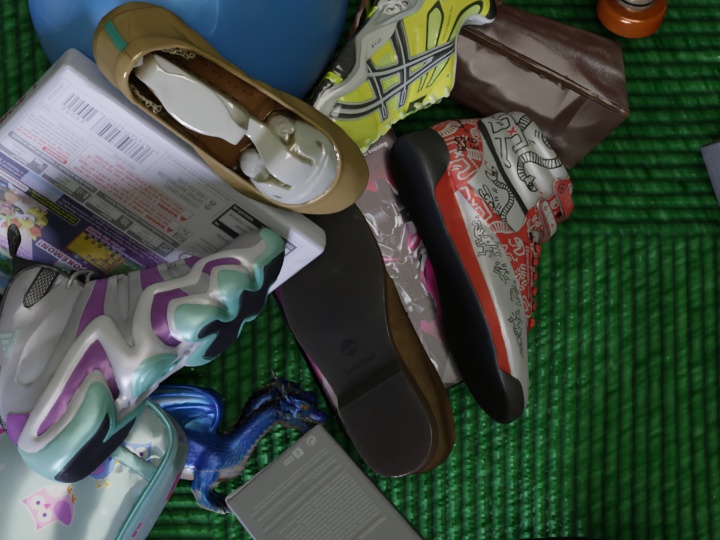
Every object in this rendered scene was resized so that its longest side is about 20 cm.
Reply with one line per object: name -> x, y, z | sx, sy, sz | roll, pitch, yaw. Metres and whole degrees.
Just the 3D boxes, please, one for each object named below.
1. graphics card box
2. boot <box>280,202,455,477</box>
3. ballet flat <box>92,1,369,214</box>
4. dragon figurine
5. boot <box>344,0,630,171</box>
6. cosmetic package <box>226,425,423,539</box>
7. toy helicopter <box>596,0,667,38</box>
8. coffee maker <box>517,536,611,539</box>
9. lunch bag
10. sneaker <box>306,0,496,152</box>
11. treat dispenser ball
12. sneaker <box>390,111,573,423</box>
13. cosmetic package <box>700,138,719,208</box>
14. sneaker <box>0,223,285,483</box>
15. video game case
graphics card box -> 0.000, 0.000, 0.934 | 0.125, 0.051, 0.200 | -26, 93, -5
boot -> 0.006, 0.040, 0.883 | 0.074, 0.075, 0.200 | -27, 74, 21
ballet flat -> -0.067, -0.077, 0.770 | 0.200, 0.063, 0.069 | 30, 105, -33
dragon figurine -> -0.124, 0.105, 0.917 | 0.200, 0.059, 0.100 | 10, 88, 0
boot -> 0.110, -0.187, 0.938 | 0.200, 0.064, 0.187 | 23, 99, -2
cosmetic package -> 0.015, 0.203, 0.846 | 0.090, 0.107, 0.200 | -38, 49, -5
toy helicopter -> 0.218, -0.258, 0.945 | 0.200, 0.079, 0.132 | -29, 63, -21
coffee maker -> 0.138, 0.281, 0.892 | 0.135, 0.192, 0.200 | 33, 62, -44
lunch bag -> -0.218, 0.111, 0.849 | 0.200, 0.077, 0.160 | 30, 84, 7
sneaker -> 0.018, -0.121, 0.867 | 0.076, 0.075, 0.200 | 34, 84, -9
treat dispenser ball -> -0.107, -0.180, 0.852 | 0.201, 0.201, 0.201 | 0, 89, -5
sneaker -> 0.102, -0.008, 0.896 | 0.108, 0.067, 0.202 | -17, 85, -23
cosmetic package -> 0.354, -0.072, 0.948 | 0.200, 0.090, 0.107 | -16, 91, -2
sneaker -> -0.153, 0.013, 0.805 | 0.140, 0.078, 0.200 | 42, 69, 14
video game case -> -0.154, -0.024, 0.852 | 0.200, 0.023, 0.182 | 36, 125, -27
